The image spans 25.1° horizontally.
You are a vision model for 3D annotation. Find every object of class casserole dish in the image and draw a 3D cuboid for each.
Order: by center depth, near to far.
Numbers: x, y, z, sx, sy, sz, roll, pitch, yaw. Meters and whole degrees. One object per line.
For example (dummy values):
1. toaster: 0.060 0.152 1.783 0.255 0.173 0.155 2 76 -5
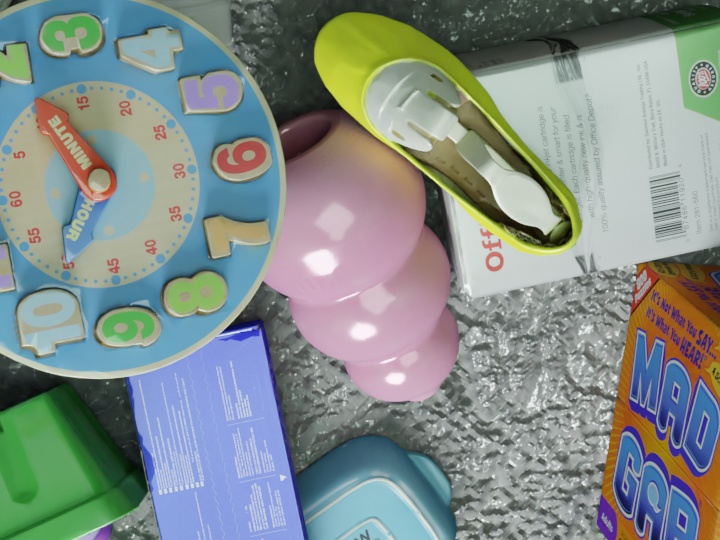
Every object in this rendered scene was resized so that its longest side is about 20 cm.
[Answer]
1. casserole dish: -0.021 0.203 1.120 0.200 0.039 0.121 -37 108 2

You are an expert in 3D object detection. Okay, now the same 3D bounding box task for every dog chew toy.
1. dog chew toy: 0.000 0.000 1.025 0.124 0.125 0.201 -27 116 0

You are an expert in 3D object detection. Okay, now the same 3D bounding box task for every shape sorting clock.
1. shape sorting clock: -0.135 -0.045 0.834 0.199 0.039 0.202 0 89 -12

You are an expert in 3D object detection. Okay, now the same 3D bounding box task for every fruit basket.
1. fruit basket: -0.224 0.196 1.039 0.214 0.156 0.217 0 90 -1

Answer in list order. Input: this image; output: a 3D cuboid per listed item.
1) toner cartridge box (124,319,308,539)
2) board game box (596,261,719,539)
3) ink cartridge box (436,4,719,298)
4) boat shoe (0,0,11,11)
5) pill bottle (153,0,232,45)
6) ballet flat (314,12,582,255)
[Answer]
1. toner cartridge box: -0.090 0.140 1.063 0.094 0.043 0.201 -11 95 1
2. board game box: 0.291 0.122 1.058 0.199 0.200 0.201 4 105 -11
3. ink cartridge box: 0.145 -0.079 1.038 0.199 0.084 0.147 -11 107 -4
4. boat shoe: -0.236 -0.242 0.957 0.062 0.073 0.201 21 115 30
5. pill bottle: -0.131 -0.228 0.938 0.113 0.114 0.201 -6 107 -7
6. ballet flat: 0.057 -0.078 0.949 0.200 0.067 0.067 41 99 -15
